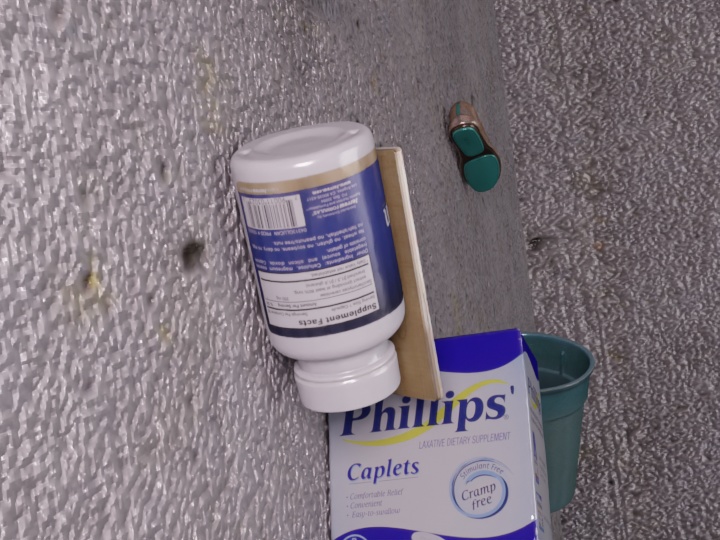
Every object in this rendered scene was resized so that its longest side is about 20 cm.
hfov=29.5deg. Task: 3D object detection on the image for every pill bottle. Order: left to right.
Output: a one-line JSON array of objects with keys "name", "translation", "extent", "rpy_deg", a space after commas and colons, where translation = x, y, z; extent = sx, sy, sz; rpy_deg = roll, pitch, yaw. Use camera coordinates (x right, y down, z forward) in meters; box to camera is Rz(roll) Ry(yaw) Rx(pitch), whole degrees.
[{"name": "pill bottle", "translation": [-0.026, -0.001, 1.034], "extent": [0.111, 0.109, 0.203], "rpy_deg": [-64, 145, -67]}]

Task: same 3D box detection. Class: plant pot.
[{"name": "plant pot", "translation": [0.219, 0.212, 1.853], "extent": [0.201, 0.197, 0.199], "rpy_deg": [-63, 151, -68]}]

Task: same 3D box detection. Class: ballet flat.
[{"name": "ballet flat", "translation": [0.180, -0.200, 2.156], "extent": [0.201, 0.067, 0.068], "rpy_deg": [64, 15, -59]}]

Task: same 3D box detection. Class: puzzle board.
[{"name": "puzzle board", "translation": [0.000, 0.000, 1.109], "extent": [0.017, 0.150, 0.203], "rpy_deg": [-19, 106, -37]}]

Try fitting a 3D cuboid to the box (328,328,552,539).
[{"name": "box", "translation": [0.069, 0.169, 1.199], "extent": [0.105, 0.181, 0.203], "rpy_deg": [50, 34, -64]}]
